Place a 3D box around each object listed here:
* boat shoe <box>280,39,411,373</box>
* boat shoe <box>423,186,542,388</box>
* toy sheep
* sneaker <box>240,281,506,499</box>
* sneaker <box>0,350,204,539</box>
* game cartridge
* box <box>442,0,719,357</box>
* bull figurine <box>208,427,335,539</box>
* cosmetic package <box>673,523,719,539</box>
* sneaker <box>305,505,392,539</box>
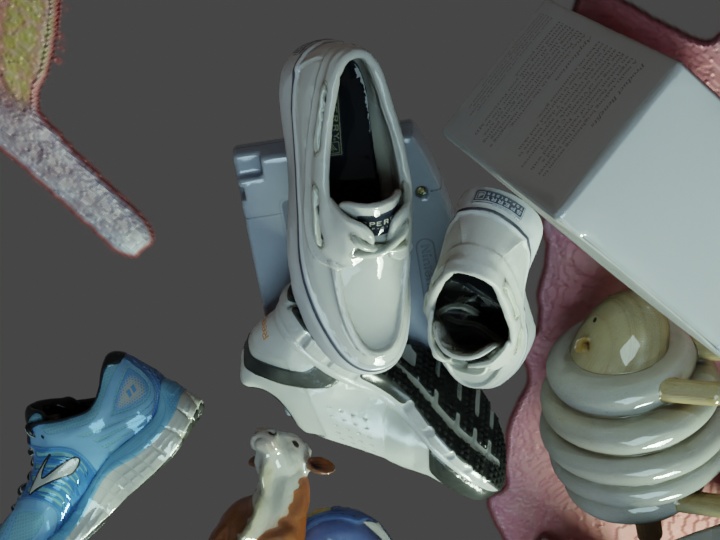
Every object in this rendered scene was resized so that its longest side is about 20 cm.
[{"bbox_3d":[0.001,-0.035,1.216,0.072,0.066,0.201,-8,99,-25],"label":"boat shoe"},{"bbox_3d":[0.069,0.029,1.240,0.072,0.066,0.200,23,152,6],"label":"boat shoe"},{"bbox_3d":[0.181,0.100,1.335,0.137,0.138,0.201,-8,119,3],"label":"toy sheep"},{"bbox_3d":[0.010,0.084,1.322,0.200,0.074,0.080,38,125,-17],"label":"sneaker"},{"bbox_3d":[-0.195,0.127,1.383,0.090,0.078,0.200,44,108,-5],"label":"sneaker"},{"bbox_3d":[0.000,0.000,1.321,0.132,0.042,0.201,-10,122,-1],"label":"game cartridge"},{"bbox_3d":[0.160,-0.054,1.185,0.152,0.200,0.107,38,93,-24],"label":"box"},{"bbox_3d":[-0.082,0.201,1.398,0.065,0.121,0.201,28,126,17],"label":"bull figurine"},{"bbox_3d":[0.245,0.211,1.365,0.199,0.091,0.107,-17,166,-29],"label":"cosmetic package"},{"bbox_3d":[0.000,0.260,1.451,0.075,0.088,0.201,-10,120,6],"label":"sneaker"}]
